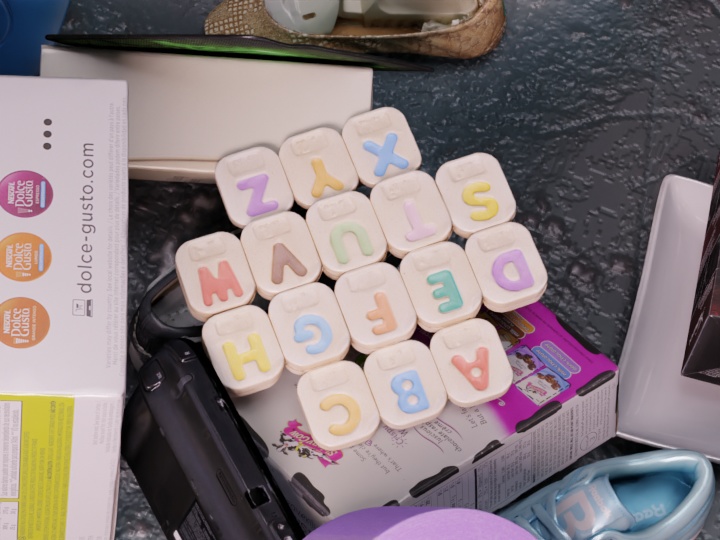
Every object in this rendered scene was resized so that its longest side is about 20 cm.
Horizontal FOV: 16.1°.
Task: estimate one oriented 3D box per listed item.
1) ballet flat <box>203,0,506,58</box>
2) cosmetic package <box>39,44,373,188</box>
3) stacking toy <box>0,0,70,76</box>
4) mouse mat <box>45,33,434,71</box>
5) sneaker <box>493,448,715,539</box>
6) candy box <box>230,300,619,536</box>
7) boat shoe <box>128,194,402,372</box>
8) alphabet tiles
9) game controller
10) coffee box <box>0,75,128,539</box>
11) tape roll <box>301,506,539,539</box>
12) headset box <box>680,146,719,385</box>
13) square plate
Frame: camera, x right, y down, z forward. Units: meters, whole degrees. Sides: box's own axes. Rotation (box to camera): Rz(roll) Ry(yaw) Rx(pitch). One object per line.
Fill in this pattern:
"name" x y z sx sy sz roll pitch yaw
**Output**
"ballet flat" -0.001 -0.173 1.639 0.198 0.065 0.071 -4 58 -12
"cosmetic package" -0.097 -0.090 1.537 0.198 0.104 0.074 2 88 -6
"stacking toy" -0.223 -0.225 1.624 0.115 0.110 0.201 23 45 -8
"mouse mat" -0.069 -0.129 1.516 0.160 0.199 0.008 3 91 34
"sneaker" 0.114 0.146 1.443 0.199 0.082 0.074 -23 63 -22
"candy box" 0.032 0.085 1.461 0.199 0.061 0.136 -28 47 -25
"boat shoe" -0.048 0.004 1.520 0.199 0.060 0.076 -33 68 -26
"alphabet tiles" 0.000 0.000 1.446 0.199 0.015 0.197 -17 65 -9
"game controller" -0.076 0.138 1.404 0.042 0.105 0.201 -15 61 -28
"coffee box" -0.229 0.030 1.389 0.196 0.200 0.201 2 57 -7
"tape roll" 0.031 0.224 1.325 0.199 0.065 0.202 2 86 -36
"headset box" 0.287 -0.017 1.547 0.148 0.077 0.201 15 58 1
"square plate" 0.261 0.050 1.561 0.199 0.029 0.199 17 56 1
